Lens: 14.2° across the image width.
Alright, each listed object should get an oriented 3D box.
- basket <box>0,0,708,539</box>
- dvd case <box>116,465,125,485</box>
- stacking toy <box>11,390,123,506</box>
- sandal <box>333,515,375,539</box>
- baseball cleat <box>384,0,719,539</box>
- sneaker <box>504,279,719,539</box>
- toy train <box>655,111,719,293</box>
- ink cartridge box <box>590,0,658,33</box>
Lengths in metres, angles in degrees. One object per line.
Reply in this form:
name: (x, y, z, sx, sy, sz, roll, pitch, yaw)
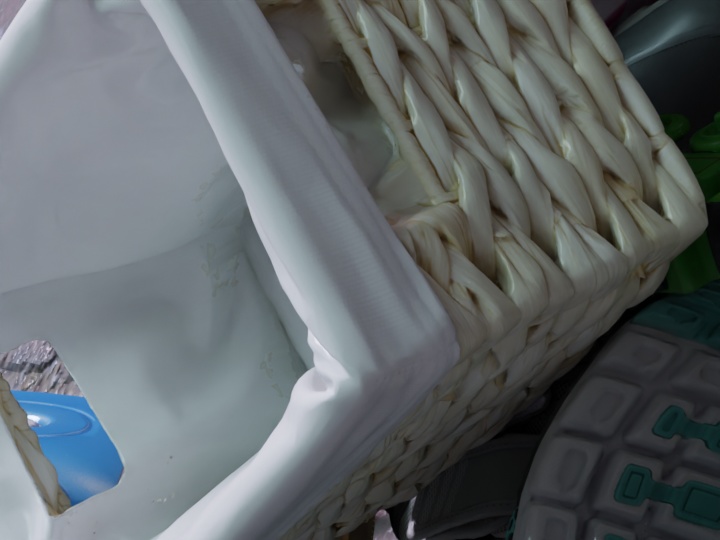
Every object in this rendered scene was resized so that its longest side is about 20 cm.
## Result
basket: (-0.022, -0.004, 0.738, 0.136, 0.123, 0.200, 61, 146, 13)
dvd case: (-0.081, 0.156, 0.895, 0.200, 0.018, 0.143, 91, -164, -67)
stacking toy: (-0.123, 0.146, 0.957, 0.110, 0.116, 0.200, -32, -54, -75)
sandal: (-0.037, 0.129, 0.873, 0.080, 0.054, 0.200, -133, 53, -74)
baseball cleat: (0.070, 0.016, 0.821, 0.200, 0.070, 0.106, -60, 26, 30)
sneaker: (0.050, 0.094, 0.751, 0.200, 0.078, 0.091, -64, 18, -12)
toy train: (0.119, -0.015, 0.698, 0.056, 0.042, 0.200, -32, 20, -33)
ink cartridge box: (0.067, -0.076, 0.872, 0.200, 0.037, 0.095, -46, -10, -40)
